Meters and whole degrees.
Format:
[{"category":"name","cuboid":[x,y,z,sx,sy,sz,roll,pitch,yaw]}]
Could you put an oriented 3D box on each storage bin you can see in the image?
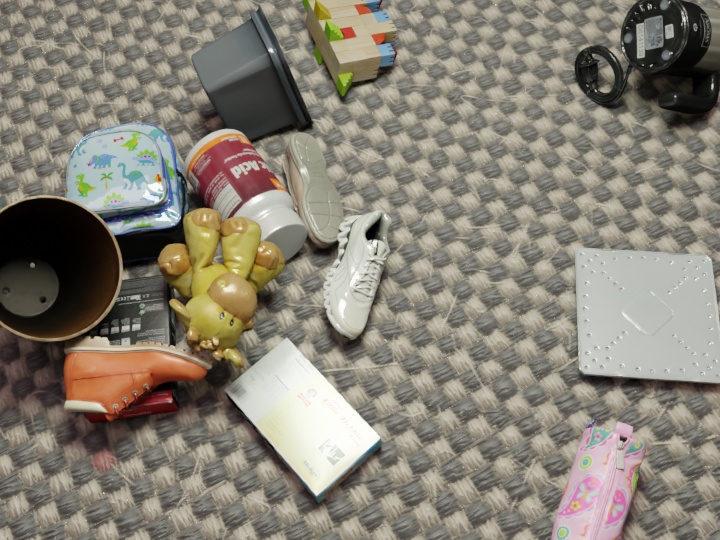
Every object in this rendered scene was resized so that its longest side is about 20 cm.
[{"category":"storage bin","cuboid":[-0.177,-0.301,1.397,0.133,0.200,0.146,-25,63,-1]}]

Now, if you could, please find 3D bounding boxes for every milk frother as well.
[{"category":"milk frother","cuboid":[0.482,-0.351,1.438,0.187,0.182,0.199,-5,21,-40]}]

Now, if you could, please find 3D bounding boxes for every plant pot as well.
[{"category":"plant pot","cuboid":[-0.443,0.011,1.216,0.185,0.200,0.189,5,79,-28]}]

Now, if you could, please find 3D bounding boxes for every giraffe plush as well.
[{"category":"giraffe plush","cuboid":[-0.193,0.038,1.182,0.171,0.201,0.162,16,20,-15]}]

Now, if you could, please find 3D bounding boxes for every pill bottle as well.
[{"category":"pill bottle","cuboid":[-0.171,-0.106,1.328,0.114,0.114,0.200,-31,65,-14]}]

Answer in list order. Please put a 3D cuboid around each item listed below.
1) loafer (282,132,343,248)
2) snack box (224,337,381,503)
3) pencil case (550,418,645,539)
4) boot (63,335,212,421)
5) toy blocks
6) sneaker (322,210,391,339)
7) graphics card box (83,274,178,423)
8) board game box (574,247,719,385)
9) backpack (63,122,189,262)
[{"category":"loafer","cuboid":[-0.078,-0.117,1.370,0.071,0.063,0.201,4,59,-34]},{"category":"snack box","cuboid":[-0.079,0.200,1.201,0.116,0.037,0.200,-39,67,-17]},{"category":"pencil case","cuboid":[0.297,0.292,1.112,0.087,0.088,0.201,20,65,12]},{"category":"boot","cuboid":[-0.296,0.147,1.169,0.198,0.075,0.108,1,73,4]},{"category":"toy blocks","cuboid":[-0.003,-0.398,1.504,0.136,0.100,0.201,-14,61,-19]},{"category":"sneaker","cuboid":[0.000,0.000,1.272,0.075,0.081,0.202,27,58,-33]},{"category":"graphics card box","cuboid":[-0.325,0.109,1.252,0.124,0.051,0.202,-8,63,-2]},{"category":"board game box","cuboid":[0.408,0.065,1.266,0.198,0.026,0.202,3,61,4]},{"category":"backpack","cuboid":[-0.352,-0.127,1.328,0.181,0.147,0.201,-9,59,-6]}]
